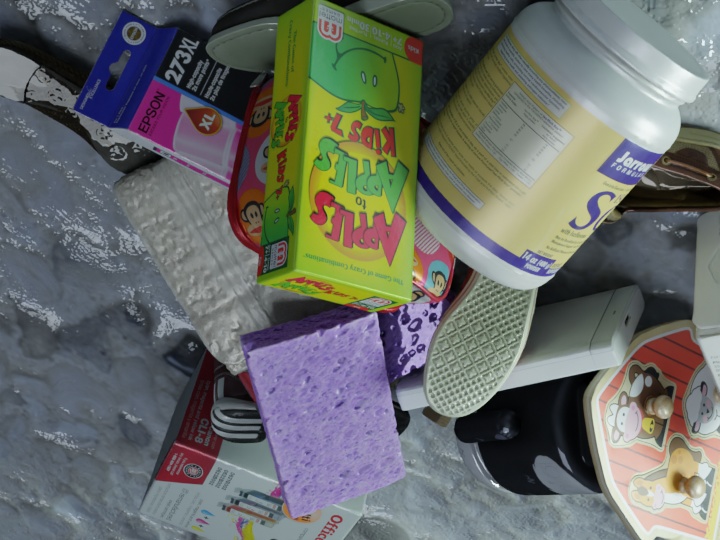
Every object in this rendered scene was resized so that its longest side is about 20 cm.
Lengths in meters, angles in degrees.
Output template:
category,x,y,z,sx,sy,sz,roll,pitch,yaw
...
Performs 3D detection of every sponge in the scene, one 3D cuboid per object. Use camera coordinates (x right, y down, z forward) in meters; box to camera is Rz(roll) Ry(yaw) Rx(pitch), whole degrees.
category,x,y,z,sx,sy,sz,roll,pitch,yaw
sponge,-0.029,0.121,1.097,0.111,0.030,0.200,-18,128,-10
sponge,0.000,0.000,1.112,0.111,0.030,0.200,-31,101,21

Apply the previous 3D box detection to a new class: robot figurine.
category,x,y,z,sx,sy,sz,roll,pitch,yaw
robot figurine,0.178,0.143,1.180,0.150,0.125,0.200,46,147,-22

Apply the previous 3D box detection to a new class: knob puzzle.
category,x,y,z,sx,sy,sz,roll,pitch,yaw
knob puzzle,0.268,0.137,1.101,0.220,0.220,0.030,45,154,-27

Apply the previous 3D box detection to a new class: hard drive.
category,x,y,z,sx,sy,sz,roll,pitch,yaw
hard drive,0.142,0.067,1.131,0.200,0.132,0.027,-15,105,27

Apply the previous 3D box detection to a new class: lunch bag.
category,x,y,z,sx,sy,sz,roll,pitch,yaw
lunch bag,-0.003,-0.075,0.998,0.082,0.177,0.200,-13,150,43

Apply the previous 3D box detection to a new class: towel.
category,x,y,z,sx,sy,sz,roll,pitch,yaw
towel,-0.109,-0.020,1.094,0.132,0.034,0.200,-28,96,18

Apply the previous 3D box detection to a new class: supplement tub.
category,x,y,z,sx,sy,sz,roll,pitch,yaw
supplement tub,0.138,-0.101,0.930,0.145,0.146,0.200,32,114,-17

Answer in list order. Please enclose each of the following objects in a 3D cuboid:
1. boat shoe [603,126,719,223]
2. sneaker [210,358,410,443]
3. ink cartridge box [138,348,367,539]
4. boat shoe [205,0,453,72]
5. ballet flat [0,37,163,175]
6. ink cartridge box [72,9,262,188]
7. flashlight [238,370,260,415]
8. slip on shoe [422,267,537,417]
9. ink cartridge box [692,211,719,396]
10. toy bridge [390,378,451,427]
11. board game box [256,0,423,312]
category,x,y,z,sx,sy,sz,roll,pitch,yaw
boat shoe,0.198,-0.075,1.015,0.199,0.072,0.072,7,135,9
sneaker,-0.051,0.107,1.247,0.200,0.116,0.076,7,138,-23
ink cartridge box,-0.097,0.192,1.304,0.200,0.145,0.145,22,135,-9
boat shoe,-0.025,-0.199,0.965,0.201,0.061,0.072,-8,159,24
ballet flat,-0.233,-0.140,1.093,0.200,0.046,0.067,27,113,-20
ink cartridge box,-0.121,-0.127,1.035,0.200,0.095,0.037,26,170,-9
flashlight,-0.104,0.047,1.161,0.068,0.068,0.200,-38,80,47
slip on shoe,0.109,0.029,1.074,0.074,0.200,0.061,21,176,2
ink cartridge box,0.344,0.063,1.060,0.084,0.146,0.200,-11,130,25
toy bridge,0.030,0.084,1.216,0.200,0.067,0.027,33,178,-39
board game box,-0.012,-0.080,0.903,0.101,0.200,0.048,15,159,-36
